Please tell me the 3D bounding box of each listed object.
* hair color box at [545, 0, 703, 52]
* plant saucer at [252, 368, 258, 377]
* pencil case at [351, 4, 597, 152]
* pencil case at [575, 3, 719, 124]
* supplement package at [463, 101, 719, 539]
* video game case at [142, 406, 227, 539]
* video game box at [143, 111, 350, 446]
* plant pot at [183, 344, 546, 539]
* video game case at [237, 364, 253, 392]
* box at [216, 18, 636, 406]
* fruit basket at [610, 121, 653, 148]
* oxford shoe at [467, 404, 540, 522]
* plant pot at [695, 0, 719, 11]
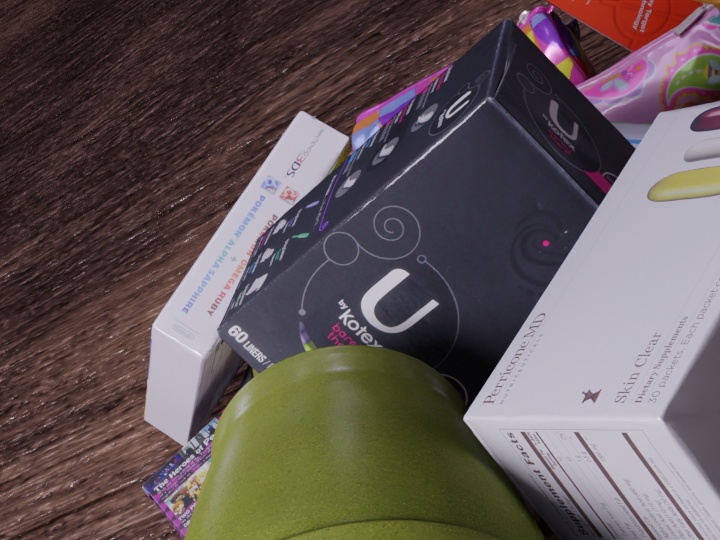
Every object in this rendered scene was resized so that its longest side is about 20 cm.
[{"bbox_3d":[0.157,-0.214,1.151,0.061,0.199,0.102,-58,17,18],"label":"hair color box"},{"bbox_3d":[0.000,0.000,1.056,0.200,0.031,0.200,-38,14,11],"label":"plant saucer"},{"bbox_3d":[0.086,-0.125,1.247,0.199,0.088,0.089,-31,25,19],"label":"pencil case"},{"bbox_3d":[0.188,-0.111,1.075,0.199,0.088,0.088,-29,25,23],"label":"pencil case"},{"bbox_3d":[0.169,0.043,0.723,0.111,0.156,0.200,-8,39,50],"label":"supplement package"},{"bbox_3d":[-0.024,0.112,1.015,0.200,0.036,0.181,-43,33,-9],"label":"video game case"},{"bbox_3d":[-0.081,0.011,1.117,0.183,0.047,0.200,-55,-5,-24],"label":"video game box"},{"bbox_3d":[0.000,0.139,0.723,0.200,0.201,0.193,-32,33,15],"label":"plant pot"},{"bbox_3d":[0.009,0.014,1.185,0.199,0.023,0.183,-25,27,28],"label":"video game case"},{"bbox_3d":[0.041,-0.009,0.848,0.200,0.122,0.106,-40,16,27],"label":"box"},{"bbox_3d":[0.128,0.005,0.922,0.185,0.094,0.200,9,54,43],"label":"fruit basket"},{"bbox_3d":[0.078,0.096,0.861,0.200,0.074,0.071,-38,15,26],"label":"oxford shoe"},{"bbox_3d":[0.284,-0.183,0.940,0.199,0.184,0.201,-30,25,16],"label":"plant pot"}]
